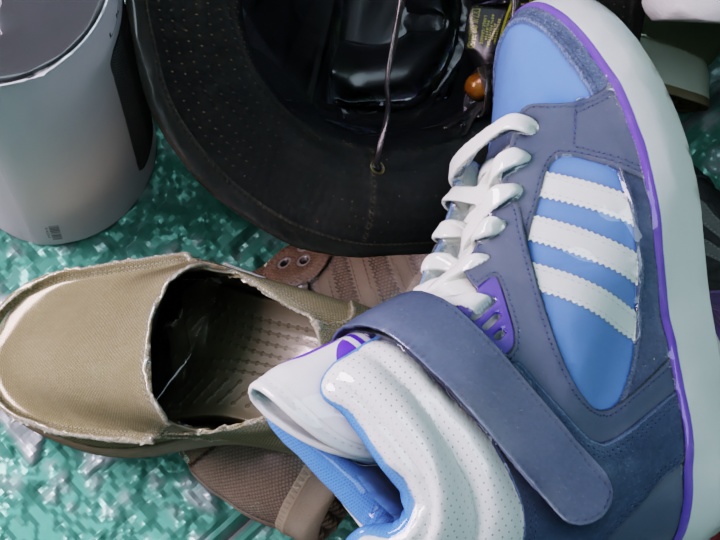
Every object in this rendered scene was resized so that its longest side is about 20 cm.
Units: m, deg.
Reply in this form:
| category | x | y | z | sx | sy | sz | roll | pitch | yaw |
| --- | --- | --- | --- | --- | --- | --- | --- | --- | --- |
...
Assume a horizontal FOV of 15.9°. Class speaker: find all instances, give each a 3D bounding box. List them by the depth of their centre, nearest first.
| category | x | y | z | sx | sy | sz | roll | pitch | yaw |
| --- | --- | --- | --- | --- | --- | --- | --- | --- | --- |
| speaker | -0.119 | -0.072 | 0.909 | 0.081 | 0.200 | 0.081 | 0 | 75 | 0 |

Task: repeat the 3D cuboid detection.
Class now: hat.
| category | x | y | z | sx | sy | sz | roll | pitch | yaw |
| --- | --- | --- | --- | --- | --- | --- | --- | --- | --- |
| hat | -0.001 | -0.098 | 0.913 | 0.200 | 0.081 | 0.201 | -4 | 98 | -27 |

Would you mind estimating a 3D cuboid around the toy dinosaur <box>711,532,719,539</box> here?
| category | x | y | z | sx | sy | sz | roll | pitch | yaw |
| --- | --- | --- | --- | --- | --- | --- | --- | --- | --- |
| toy dinosaur | 0.228 | 0.092 | 0.888 | 0.200 | 0.181 | 0.105 | 5 | 69 | -22 |

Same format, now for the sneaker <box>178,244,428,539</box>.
| category | x | y | z | sx | sy | sz | roll | pitch | yaw |
| --- | --- | --- | --- | --- | --- | --- | --- | --- | --- |
| sneaker | 0.000 | 0.000 | 0.963 | 0.075 | 0.070 | 0.200 | 27 | 75 | 10 |

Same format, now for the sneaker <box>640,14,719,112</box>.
| category | x | y | z | sx | sy | sz | roll | pitch | yaw |
| --- | --- | --- | --- | --- | --- | --- | --- | --- | --- |
| sneaker | 0.054 | -0.134 | 0.995 | 0.200 | 0.067 | 0.090 | 20 | 86 | -4 |

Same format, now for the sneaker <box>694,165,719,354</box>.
| category | x | y | z | sx | sy | sz | roll | pitch | yaw |
| --- | --- | --- | --- | --- | --- | --- | --- | --- | --- |
| sneaker | 0.124 | 0.006 | 0.942 | 0.087 | 0.076 | 0.200 | 5 | 38 | -19 |

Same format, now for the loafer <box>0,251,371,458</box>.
| category | x | y | z | sx | sy | sz | roll | pitch | yaw |
| --- | --- | --- | --- | --- | --- | --- | --- | --- | --- |
| loafer | -0.063 | 0.027 | 0.913 | 0.200 | 0.067 | 0.076 | 0 | 70 | 33 |

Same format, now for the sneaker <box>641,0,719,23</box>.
| category | x | y | z | sx | sy | sz | roll | pitch | yaw |
| --- | --- | --- | --- | --- | --- | --- | --- | --- | --- |
| sneaker | 0.146 | -0.152 | 0.926 | 0.075 | 0.200 | 0.089 | 2 | 118 | 24 |

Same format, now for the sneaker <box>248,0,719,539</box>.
| category | x | y | z | sx | sy | sz | roll | pitch | yaw |
| --- | --- | --- | --- | --- | --- | --- | --- | --- | --- |
| sneaker | 0.032 | 0.005 | 0.827 | 0.146 | 0.081 | 0.200 | -4 | 72 | -24 |
